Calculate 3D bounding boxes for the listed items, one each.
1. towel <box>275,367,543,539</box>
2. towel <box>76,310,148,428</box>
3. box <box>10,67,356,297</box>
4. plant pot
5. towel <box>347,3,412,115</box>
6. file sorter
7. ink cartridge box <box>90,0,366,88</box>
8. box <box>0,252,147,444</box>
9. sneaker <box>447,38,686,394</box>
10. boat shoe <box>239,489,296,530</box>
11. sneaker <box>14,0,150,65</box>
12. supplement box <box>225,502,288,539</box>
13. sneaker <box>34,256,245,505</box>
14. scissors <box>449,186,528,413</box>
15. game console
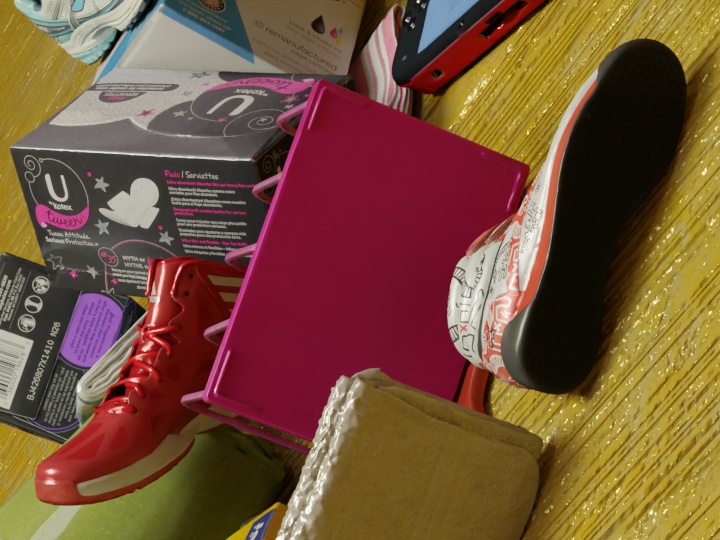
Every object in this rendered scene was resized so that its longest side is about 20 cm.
[{"bbox_3d":[0.012,0.161,1.358,0.034,0.132,0.200,22,89,64],"label":"towel"},{"bbox_3d":[-0.144,0.061,1.799,0.147,0.024,0.200,-45,-7,-14],"label":"towel"},{"bbox_3d":[-0.107,-0.060,1.688,0.200,0.115,0.132,6,33,31],"label":"box"},{"bbox_3d":[-0.151,0.173,1.693,0.190,0.200,0.200,-53,23,3],"label":"plant pot"},{"bbox_3d":[-0.021,-0.079,1.794,0.200,0.030,0.146,-48,29,42],"label":"towel"},{"bbox_3d":[-0.010,0.012,1.527,0.125,0.139,0.200,161,130,-72],"label":"file sorter"},{"bbox_3d":[-0.094,-0.173,1.850,0.146,0.147,0.200,-50,18,40],"label":"ink cartridge box"},{"bbox_3d":[-0.232,0.068,1.948,0.200,0.106,0.122,70,-140,-82],"label":"box"},{"bbox_3d":[0.107,-0.034,1.403,0.108,0.067,0.202,14,85,66],"label":"sneaker"},{"bbox_3d":[-0.021,0.171,1.521,0.200,0.073,0.065,141,138,-65],"label":"boat shoe"},{"bbox_3d":[-0.190,-0.210,1.780,0.200,0.086,0.078,-39,26,57],"label":"sneaker"},{"bbox_3d":[-0.069,0.236,1.479,0.200,0.109,0.109,-39,21,50],"label":"supplement box"},{"bbox_3d":[-0.136,0.058,1.569,0.078,0.116,0.200,0,24,42],"label":"sneaker"},{"bbox_3d":[0.074,0.048,1.482,0.200,0.014,0.073,-67,18,-1],"label":"scissors"},{"bbox_3d":[0.087,-0.222,1.674,0.200,0.031,0.177,-37,38,52],"label":"game console"}]
